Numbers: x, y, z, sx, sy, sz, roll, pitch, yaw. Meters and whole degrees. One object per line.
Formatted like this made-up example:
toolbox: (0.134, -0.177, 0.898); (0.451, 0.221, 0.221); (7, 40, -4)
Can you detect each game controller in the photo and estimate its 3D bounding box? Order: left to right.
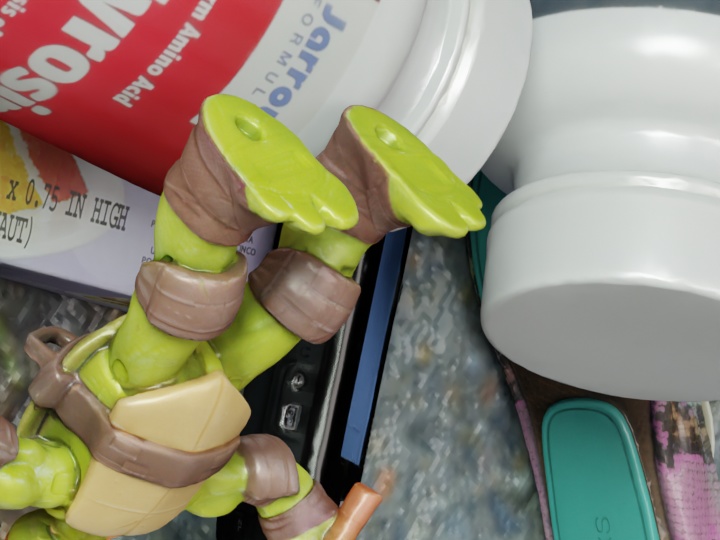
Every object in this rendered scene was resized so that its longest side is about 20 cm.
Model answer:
game controller: (0.000, 0.000, 0.846); (0.104, 0.042, 0.201); (31, 71, -74)

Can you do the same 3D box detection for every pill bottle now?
pill bottle: (-0.055, -0.083, 0.709); (0.199, 0.112, 0.113); (26, 78, -37)
pill bottle: (0.089, -0.073, 0.820); (0.119, 0.119, 0.201); (27, 62, -38)

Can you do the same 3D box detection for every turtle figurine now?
turtle figurine: (-0.040, 0.032, 0.705); (0.199, 0.065, 0.162); (14, 123, -41)

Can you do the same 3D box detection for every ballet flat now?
ballet flat: (0.081, 0.025, 0.934); (0.071, 0.069, 0.201); (-39, 121, -50)

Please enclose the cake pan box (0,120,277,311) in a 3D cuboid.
cake pan box: (-0.096, -0.094, 0.779); (0.199, 0.052, 0.186); (18, 81, -39)
